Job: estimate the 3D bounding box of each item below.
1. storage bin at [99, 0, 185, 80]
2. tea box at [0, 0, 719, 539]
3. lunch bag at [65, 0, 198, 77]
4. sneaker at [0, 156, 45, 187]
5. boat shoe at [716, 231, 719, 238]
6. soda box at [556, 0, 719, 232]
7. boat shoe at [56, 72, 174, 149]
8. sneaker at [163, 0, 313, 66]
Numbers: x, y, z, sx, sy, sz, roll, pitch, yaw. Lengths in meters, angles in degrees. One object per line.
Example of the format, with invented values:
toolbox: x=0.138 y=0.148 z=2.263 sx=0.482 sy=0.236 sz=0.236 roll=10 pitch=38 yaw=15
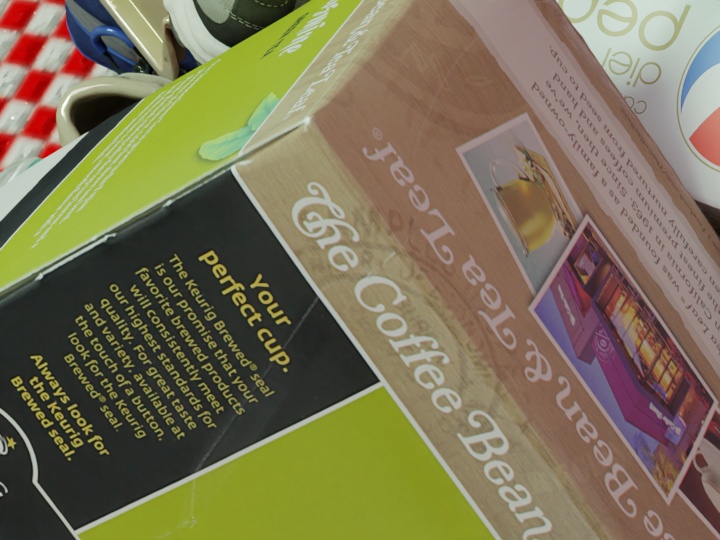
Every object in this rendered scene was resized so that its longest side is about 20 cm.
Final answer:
storage bin: x=-0.029 y=-0.190 z=0.886 sx=0.200 sy=0.094 sz=0.199 roll=-33 pitch=67 yaw=-11
tea box: x=-0.004 y=0.050 z=0.715 sx=0.197 sy=0.200 sz=0.134 roll=-26 pitch=16 yaw=33
lunch bag: x=-0.028 y=-0.142 z=0.988 sx=0.136 sy=0.132 sz=0.200 roll=25 pitch=70 yaw=16
sneaker: x=-0.121 y=0.014 z=0.956 sx=0.078 sy=0.091 sz=0.200 roll=-53 pitch=21 yaw=-11
boat shoe: x=0.172 y=-0.073 z=0.807 sx=0.200 sy=0.067 sz=0.074 roll=-23 pitch=50 yaw=1
soda box: x=0.098 y=-0.046 z=0.762 sx=0.200 sy=0.068 sz=0.064 roll=24 pitch=90 yaw=38
boat shoe: x=0.000 y=0.000 z=0.804 sx=0.200 sy=0.063 sz=0.071 roll=29 pitch=80 yaw=15
sneaker: x=0.001 y=-0.150 z=0.775 sx=0.074 sy=0.079 sz=0.200 roll=16 pitch=77 yaw=-5
